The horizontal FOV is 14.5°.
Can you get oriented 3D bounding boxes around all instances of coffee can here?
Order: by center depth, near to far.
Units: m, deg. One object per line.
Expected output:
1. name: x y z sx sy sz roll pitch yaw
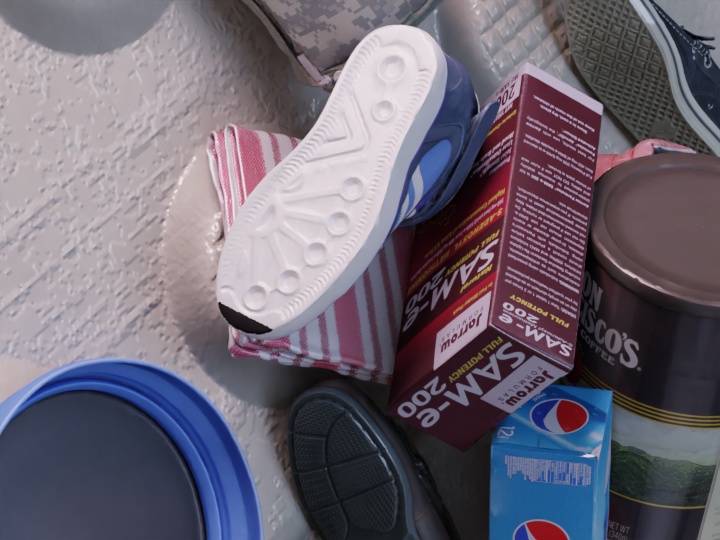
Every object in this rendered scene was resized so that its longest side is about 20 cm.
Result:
1. coffee can: 0.189 0.053 1.682 0.146 0.146 0.200 -32 142 -40

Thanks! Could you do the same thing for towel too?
1. towel: 0.000 0.000 1.650 0.200 0.030 0.147 14 56 -36

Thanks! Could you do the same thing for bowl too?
1. bowl: -0.139 0.147 1.526 0.200 0.039 0.201 7 80 -42

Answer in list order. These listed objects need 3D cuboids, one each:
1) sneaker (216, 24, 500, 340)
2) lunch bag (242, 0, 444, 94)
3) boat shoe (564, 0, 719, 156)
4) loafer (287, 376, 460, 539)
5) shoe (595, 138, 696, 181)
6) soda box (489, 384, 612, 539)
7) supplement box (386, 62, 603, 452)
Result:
1. sneaker: 0.004 -0.032 1.595 0.200 0.080 0.146 -60 158 -8
2. lunch bag: -0.022 -0.222 1.624 0.168 0.139 0.200 -46 115 -12
3. boat shoe: 0.196 -0.132 1.851 0.200 0.074 0.062 50 49 -32
4. loafer: 0.019 0.145 1.661 0.200 0.072 0.063 64 30 -16
5. shoe: 0.193 -0.017 1.795 0.200 0.091 0.072 39 46 -45
6. soda box: 0.110 0.165 1.654 0.068 0.064 0.200 -70 163 -54
7. supplement box: 0.078 -0.009 1.623 0.061 0.109 0.200 27 47 -21
